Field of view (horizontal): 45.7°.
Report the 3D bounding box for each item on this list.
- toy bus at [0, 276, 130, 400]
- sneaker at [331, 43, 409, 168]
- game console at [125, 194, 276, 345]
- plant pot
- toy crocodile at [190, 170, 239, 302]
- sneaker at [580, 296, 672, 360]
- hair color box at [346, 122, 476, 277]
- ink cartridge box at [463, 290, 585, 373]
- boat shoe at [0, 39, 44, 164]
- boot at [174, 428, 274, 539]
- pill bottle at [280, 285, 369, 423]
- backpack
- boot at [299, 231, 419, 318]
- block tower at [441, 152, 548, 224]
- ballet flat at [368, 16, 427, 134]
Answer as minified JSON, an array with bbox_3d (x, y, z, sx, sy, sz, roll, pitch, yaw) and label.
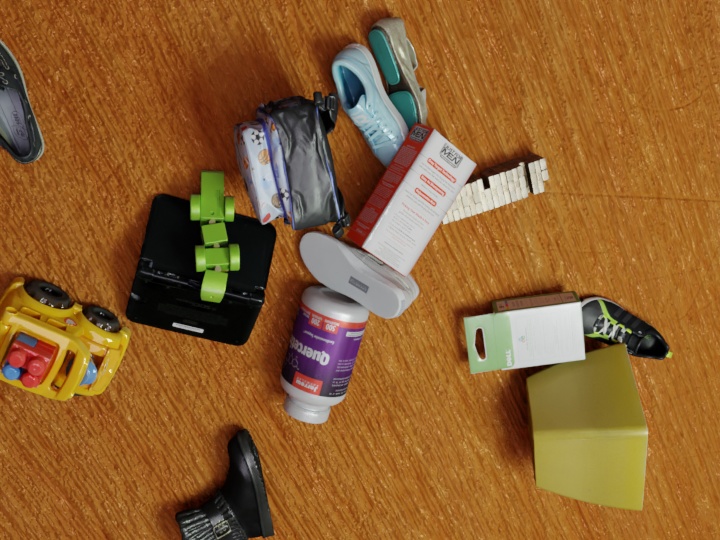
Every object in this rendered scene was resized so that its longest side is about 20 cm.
[{"bbox_3d":[-0.441,0.121,1.228,0.198,0.192,0.137,27,98,-20],"label":"toy bus"},{"bbox_3d":[0.008,-0.232,1.273,0.073,0.082,0.202,-19,106,37],"label":"sneaker"},{"bbox_3d":[-0.247,0.005,1.328,0.196,0.118,0.177,14,132,-15],"label":"game console"},{"bbox_3d":[0.372,0.266,1.440,0.172,0.202,0.203,-5,128,8],"label":"plant pot"},{"bbox_3d":[-0.218,-0.054,1.267,0.066,0.062,0.204,-3,73,-14],"label":"toy crocodile"},{"bbox_3d":[0.458,0.103,1.480,0.197,0.083,0.073,19,101,-16],"label":"sneaker"},{"bbox_3d":[0.076,-0.105,1.280,0.101,0.061,0.202,32,92,-32],"label":"hair color box"},{"bbox_3d":[0.275,0.104,1.444,0.196,0.059,0.106,-8,108,4],"label":"ink cartridge box"},{"bbox_3d":[-0.499,-0.240,1.174,0.073,0.066,0.203,-17,109,-7],"label":"boat shoe"},{"bbox_3d":[-0.233,0.375,1.407,0.155,0.080,0.215,-12,109,-9],"label":"boot"},{"bbox_3d":[-0.062,0.134,1.357,0.110,0.113,0.204,13,103,-16],"label":"pill bottle"},{"bbox_3d":[-0.101,-0.157,1.224,0.151,0.191,0.204,-7,108,-5],"label":"backpack"},{"bbox_3d":[0.000,0.000,1.355,0.199,0.095,0.074,37,116,13],"label":"boot"},{"bbox_3d":[0.202,-0.130,1.370,0.196,0.058,0.055,-18,109,-6],"label":"block tower"},{"bbox_3d":[0.071,-0.285,1.294,0.062,0.067,0.203,-32,115,-32],"label":"ballet flat"}]
